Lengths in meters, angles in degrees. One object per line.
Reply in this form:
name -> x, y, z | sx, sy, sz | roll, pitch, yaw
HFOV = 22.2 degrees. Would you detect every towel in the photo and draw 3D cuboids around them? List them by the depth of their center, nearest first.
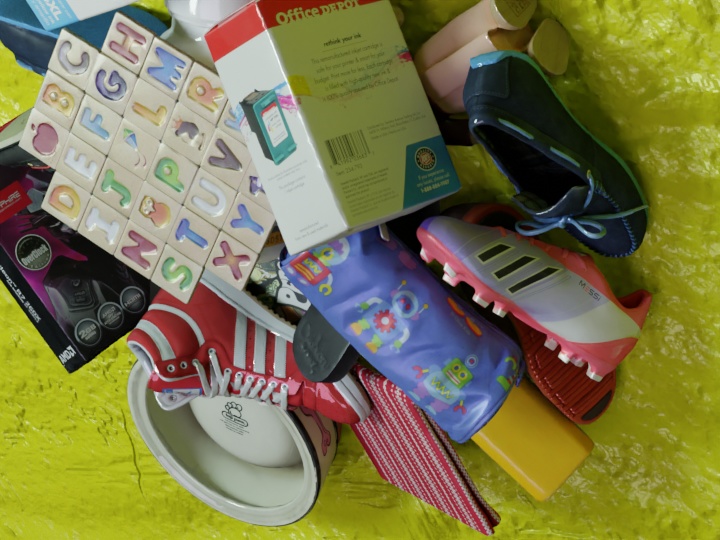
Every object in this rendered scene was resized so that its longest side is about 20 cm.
towel -> 0.032, 0.131, 1.485 | 0.145, 0.022, 0.200 | 59, 163, -21

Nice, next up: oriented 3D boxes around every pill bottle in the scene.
pill bottle -> -0.095, -0.114, 1.325 | 0.116, 0.116, 0.202 | 15, 114, 27

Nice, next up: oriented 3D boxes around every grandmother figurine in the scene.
grandmother figurine -> 0.050, -0.130, 1.275 | 0.200, 0.060, 0.122 | -33, 94, 46

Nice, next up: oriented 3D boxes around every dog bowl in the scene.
dog bowl -> -0.104, 0.126, 1.611 | 0.199, 0.074, 0.201 | 22, 136, 22

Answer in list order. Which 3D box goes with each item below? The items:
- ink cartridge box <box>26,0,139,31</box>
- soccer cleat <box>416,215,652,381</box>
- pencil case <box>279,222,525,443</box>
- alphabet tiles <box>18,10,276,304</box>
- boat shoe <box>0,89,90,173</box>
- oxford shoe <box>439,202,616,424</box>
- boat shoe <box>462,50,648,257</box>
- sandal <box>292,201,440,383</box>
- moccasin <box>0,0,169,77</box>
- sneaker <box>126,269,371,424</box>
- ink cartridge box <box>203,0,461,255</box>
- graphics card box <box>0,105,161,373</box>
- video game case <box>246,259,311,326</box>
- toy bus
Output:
ink cartridge box -> -0.148, -0.264, 1.250 | 0.199, 0.129, 0.126 | -7, 121, 42
soccer cleat -> 0.122, 0.004, 1.280 | 0.199, 0.077, 0.067 | 34, -179, -29
pencil case -> 0.032, 0.029, 1.308 | 0.200, 0.078, 0.087 | 45, 116, -8
alphabet tiles -> -0.146, -0.077, 1.290 | 0.199, 0.006, 0.167 | 33, 119, 10
boat shoe -> -0.231, -0.101, 1.404 | 0.063, 0.074, 0.201 | 52, 153, -16
oxford shoe -> 0.125, 0.028, 1.366 | 0.201, 0.071, 0.072 | 58, 163, -21
boat shoe -> 0.122, -0.062, 1.234 | 0.084, 0.069, 0.200 | -17, 135, 40
sandal -> 0.000, 0.001, 1.372 | 0.076, 0.043, 0.201 | 46, 118, 41
moccasin -> -0.203, -0.169, 1.433 | 0.199, 0.080, 0.069 | 29, 146, 36
sneaker -> -0.095, 0.086, 1.469 | 0.199, 0.113, 0.071 | 35, 155, 14
ink cartridge box -> -0.025, -0.125, 1.229 | 0.067, 0.116, 0.202 | -23, 88, 48
graphics card box -> -0.246, -0.031, 1.513 | 0.201, 0.125, 0.051 | 55, 148, -2
video game case -> -0.075, -0.040, 1.468 | 0.180, 0.036, 0.201 | 21, 136, 24
toy bus -> 0.084, 0.084, 1.408 | 0.200, 0.065, 0.078 | 43, -178, -4
